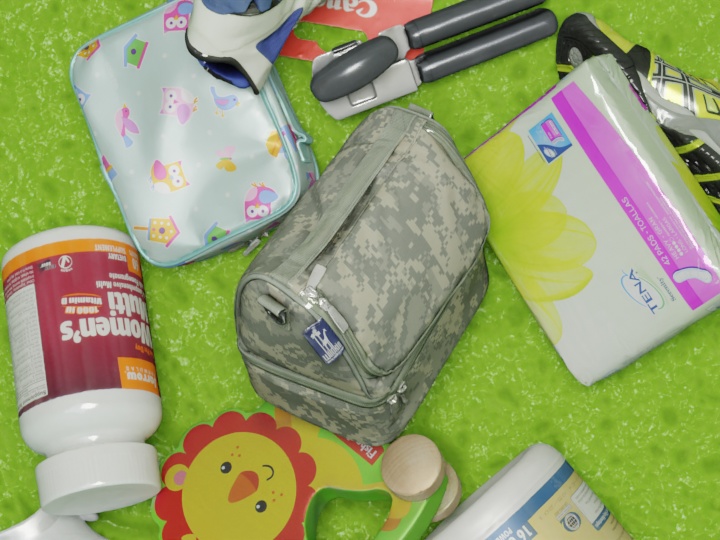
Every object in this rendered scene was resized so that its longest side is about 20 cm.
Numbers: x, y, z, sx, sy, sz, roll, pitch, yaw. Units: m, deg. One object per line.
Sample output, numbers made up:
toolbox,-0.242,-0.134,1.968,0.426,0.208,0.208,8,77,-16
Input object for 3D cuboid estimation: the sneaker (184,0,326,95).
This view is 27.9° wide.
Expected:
sneaker,-0.073,-0.200,1.070,0.080,0.199,0.116,36,127,12

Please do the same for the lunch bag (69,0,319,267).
lunch bag,-0.124,-0.108,1.138,0.159,0.077,0.202,-24,85,9

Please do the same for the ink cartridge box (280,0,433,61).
ink cartridge box,-0.014,-0.266,1.145,0.160,0.050,0.202,11,87,9

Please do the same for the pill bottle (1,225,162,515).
pill bottle,-0.210,0.077,1.109,0.108,0.110,0.202,-15,71,7

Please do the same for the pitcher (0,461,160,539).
pitcher,-0.182,0.247,1.127,0.171,0.121,0.200,-44,71,-11

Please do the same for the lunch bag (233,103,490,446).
lunch bag,0.000,0.000,1.032,0.138,0.169,0.201,21,58,24

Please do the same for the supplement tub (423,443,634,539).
supplement tub,0.146,0.244,1.056,0.144,0.145,0.200,-42,83,5

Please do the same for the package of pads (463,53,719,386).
package of pads,0.173,-0.033,1.074,0.154,0.068,0.201,-37,82,33

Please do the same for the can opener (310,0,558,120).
can opener,0.057,-0.168,1.110,0.198,0.067,0.054,-21,107,1

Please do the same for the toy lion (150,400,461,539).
toy lion,-0.054,0.169,1.086,0.199,0.069,0.192,35,79,31

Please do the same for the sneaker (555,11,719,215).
sneaker,0.230,-0.124,1.104,0.076,0.076,0.200,-35,74,-30
